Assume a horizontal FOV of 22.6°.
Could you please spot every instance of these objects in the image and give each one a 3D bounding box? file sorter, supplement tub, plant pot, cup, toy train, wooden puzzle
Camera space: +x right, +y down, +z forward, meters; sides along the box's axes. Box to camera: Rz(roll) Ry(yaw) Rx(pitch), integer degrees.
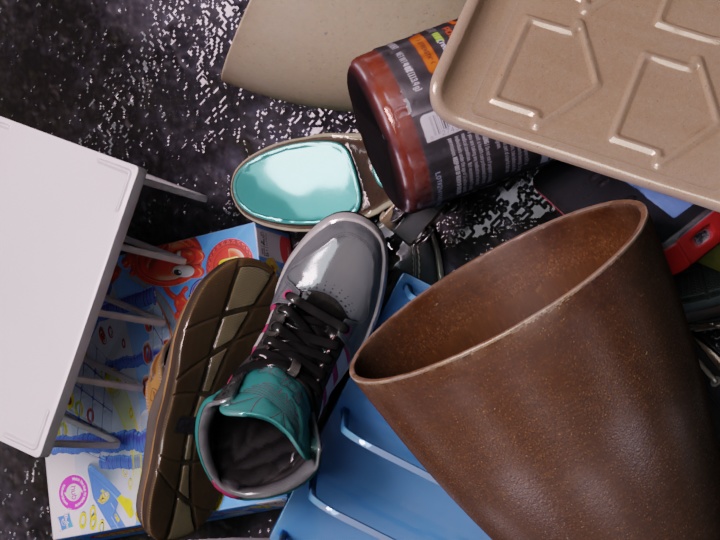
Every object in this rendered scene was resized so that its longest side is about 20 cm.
[{"bbox_3d":[0.046,0.123,1.149,0.138,0.123,0.201,27,92,-2],"label":"file sorter"},{"bbox_3d":[0.099,-0.117,1.131,0.199,0.107,0.107,-21,72,-8],"label":"supplement tub"},{"bbox_3d":[-0.211,0.013,1.250,0.138,0.124,0.201,20,91,25],"label":"file sorter"},{"bbox_3d":[0.124,0.094,1.006,0.186,0.187,0.201,-27,101,19],"label":"plant pot"},{"bbox_3d":[0.013,-0.185,1.219,0.143,0.200,0.201,27,95,-3],"label":"cup"},{"bbox_3d":[0.000,0.000,1.201,0.034,0.046,0.200,40,101,-16],"label":"toy train"},{"bbox_3d":[0.160,-0.129,1.052,0.199,0.046,0.186,21,65,8],"label":"wooden puzzle"}]

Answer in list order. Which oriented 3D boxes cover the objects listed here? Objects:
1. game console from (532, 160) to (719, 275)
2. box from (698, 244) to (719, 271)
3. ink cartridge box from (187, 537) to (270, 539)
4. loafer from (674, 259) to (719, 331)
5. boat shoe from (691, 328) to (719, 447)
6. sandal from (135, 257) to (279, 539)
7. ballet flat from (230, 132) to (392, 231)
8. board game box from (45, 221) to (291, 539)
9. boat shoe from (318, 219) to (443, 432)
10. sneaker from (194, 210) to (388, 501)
[{"bbox_3d":[0.212,-0.086,1.106,0.200,0.031,0.177,-38,30,1],"label":"game console"},{"bbox_3d":[0.244,-0.033,1.082,0.075,0.050,0.200,-42,30,-12],"label":"box"},{"bbox_3d":[-0.046,0.236,1.159,0.147,0.200,0.076,26,94,26],"label":"ink cartridge box"},{"bbox_3d":[0.255,0.006,1.129,0.199,0.063,0.072,-20,32,23],"label":"loafer"},{"bbox_3d":[0.258,0.112,1.109,0.200,0.074,0.060,42,105,33],"label":"boat shoe"},{"bbox_3d":[-0.113,0.084,1.233,0.054,0.081,0.201,23,100,48],"label":"sandal"},{"bbox_3d":[0.010,-0.067,1.253,0.199,0.069,0.070,-8,79,21],"label":"ballet flat"},{"bbox_3d":[-0.137,0.084,1.305,0.195,0.056,0.201,-13,77,23],"label":"board game box"},{"bbox_3d":[0.004,0.054,1.240,0.073,0.062,0.201,16,89,27],"label":"boat shoe"},{"bbox_3d":[-0.045,0.063,1.127,0.083,0.121,0.201,25,104,-4],"label":"sneaker"}]
